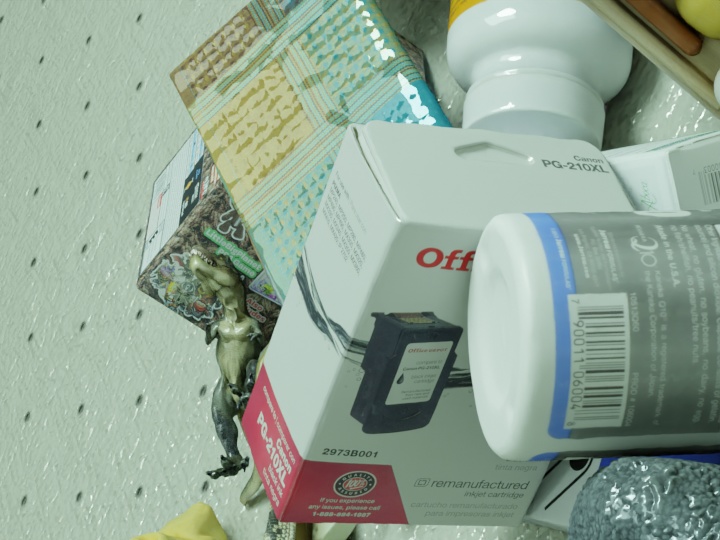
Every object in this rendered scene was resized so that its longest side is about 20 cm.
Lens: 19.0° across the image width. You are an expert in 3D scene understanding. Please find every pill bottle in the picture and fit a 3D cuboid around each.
[{"bbox_3d":[0.158,0.028,0.990,0.114,0.200,0.114,179,90,-79],"label":"pill bottle"},{"bbox_3d":[0.110,-0.161,1.293,0.111,0.111,0.200,-25,49,47],"label":"pill bottle"}]

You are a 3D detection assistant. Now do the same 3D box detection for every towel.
[{"bbox_3d":[-0.027,-0.090,1.308,0.147,0.022,0.200,-39,59,18],"label":"towel"}]

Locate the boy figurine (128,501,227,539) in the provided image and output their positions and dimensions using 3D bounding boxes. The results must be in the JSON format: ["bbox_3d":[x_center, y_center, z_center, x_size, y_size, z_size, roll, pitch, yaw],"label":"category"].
[{"bbox_3d":[-0.117,0.211,1.383,0.200,0.124,0.065,-106,32,-68],"label":"boy figurine"}]

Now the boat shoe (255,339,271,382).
[{"bbox_3d":[0.000,0.000,1.316,0.072,0.068,0.200,13,80,59],"label":"boat shoe"}]

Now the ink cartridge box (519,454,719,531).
[{"bbox_3d":[0.139,0.097,1.138,0.200,0.044,0.094,5,75,57],"label":"ink cartridge box"}]

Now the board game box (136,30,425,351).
[{"bbox_3d":[-0.052,-0.070,1.450,0.200,0.097,0.160,-50,19,23],"label":"board game box"}]

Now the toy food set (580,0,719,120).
[{"bbox_3d":[0.184,-0.158,1.117,0.144,0.200,0.060,-46,9,29],"label":"toy food set"}]

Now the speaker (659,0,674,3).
[{"bbox_3d":[0.193,-0.220,1.239,0.081,0.081,0.200,-38,41,37],"label":"speaker"}]

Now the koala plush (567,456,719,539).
[{"bbox_3d":[0.169,0.187,0.932,0.177,0.184,0.200,-1,80,57],"label":"koala plush"}]

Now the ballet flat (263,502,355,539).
[{"bbox_3d":[-0.025,0.162,1.328,0.075,0.068,0.200,-28,43,34],"label":"ballet flat"}]

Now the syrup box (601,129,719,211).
[{"bbox_3d":[0.130,-0.023,1.172,0.200,0.079,0.082,-7,97,53],"label":"syrup box"}]

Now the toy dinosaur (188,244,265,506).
[{"bbox_3d":[-0.078,0.084,1.388,0.088,0.047,0.200,-95,0,-65],"label":"toy dinosaur"}]

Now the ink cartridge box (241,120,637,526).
[{"bbox_3d":[0.041,0.032,1.098,0.084,0.145,0.200,-115,37,-46],"label":"ink cartridge box"}]
